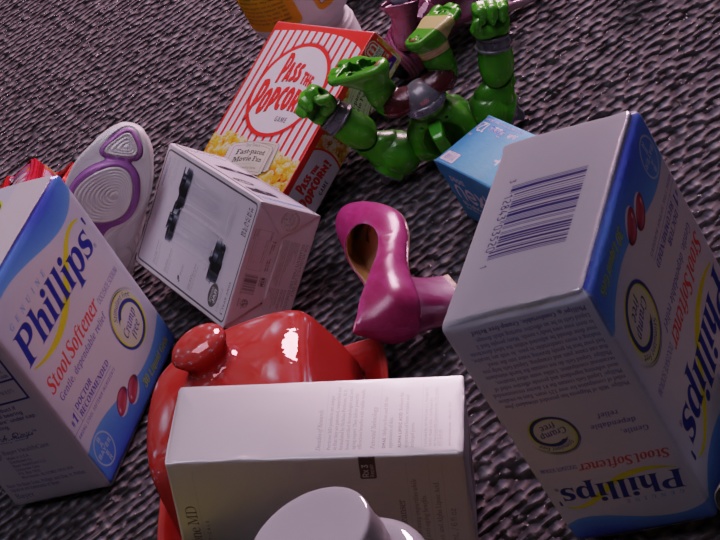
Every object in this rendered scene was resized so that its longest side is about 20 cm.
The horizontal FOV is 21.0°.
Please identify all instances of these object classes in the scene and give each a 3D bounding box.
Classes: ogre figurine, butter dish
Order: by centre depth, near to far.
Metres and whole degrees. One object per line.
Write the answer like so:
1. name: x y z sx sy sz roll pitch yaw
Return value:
1. butter dish: -0.089 0.102 1.447 0.199 0.148 0.200 -23 32 14
2. ogre figurine: 0.054 -0.150 1.706 0.200 0.120 0.098 -33 26 -5

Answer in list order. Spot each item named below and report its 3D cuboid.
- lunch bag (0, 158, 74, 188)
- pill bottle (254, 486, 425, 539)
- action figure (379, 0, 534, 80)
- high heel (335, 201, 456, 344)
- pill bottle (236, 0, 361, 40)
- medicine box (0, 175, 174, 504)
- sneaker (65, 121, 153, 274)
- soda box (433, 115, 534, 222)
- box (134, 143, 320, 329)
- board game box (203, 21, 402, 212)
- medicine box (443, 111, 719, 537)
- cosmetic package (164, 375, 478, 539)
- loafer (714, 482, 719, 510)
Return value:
1. lunch bag: -0.328 -0.033 1.858 0.176 0.082 0.200 -47 13 2
2. pill bottle: 0.015 0.221 1.132 0.109 0.200 0.109 -22 32 15
3. action figure: 0.070 -0.236 1.872 0.149 0.134 0.200 35 79 12
4. high heel: 0.000 0.000 1.569 0.096 0.067 0.200 -7 34 -25
5. pill bottle: -0.079 -0.303 1.963 0.113 0.200 0.113 -23 32 15
6. medicine box: -0.269 0.058 1.617 0.103 0.200 0.182 -13 36 28
7. sneaker: -0.234 -0.048 1.778 0.075 0.200 0.100 17 22 -1
8. soda box: 0.144 -0.058 1.544 0.064 0.068 0.200 -39 32 -11
9. box: -0.119 -0.029 1.691 0.200 0.060 0.117 30 106 56
10. board game box: -0.066 -0.132 1.807 0.151 0.046 0.200 14 71 50
11. medicine box: 0.158 0.036 1.254 0.103 0.200 0.182 -14 35 30
12. cosmetic package: -0.024 0.139 1.312 0.199 0.113 0.081 -5 38 6
13. loafer: 0.249 0.126 1.188 0.070 0.070 0.200 -15 34 11
